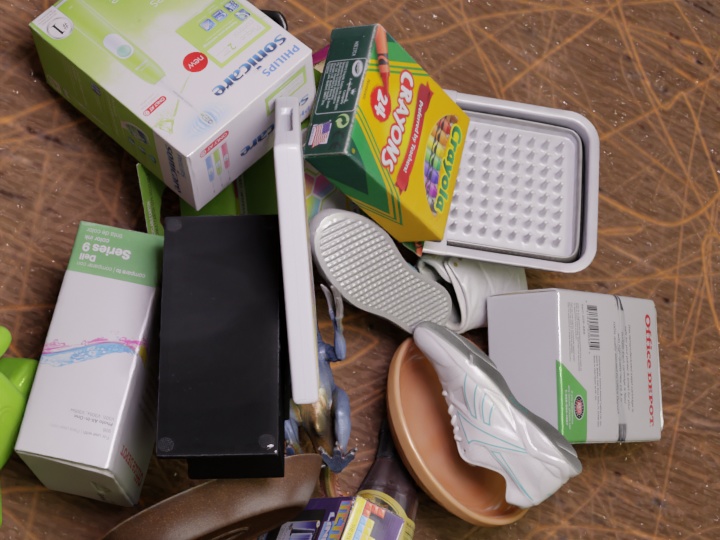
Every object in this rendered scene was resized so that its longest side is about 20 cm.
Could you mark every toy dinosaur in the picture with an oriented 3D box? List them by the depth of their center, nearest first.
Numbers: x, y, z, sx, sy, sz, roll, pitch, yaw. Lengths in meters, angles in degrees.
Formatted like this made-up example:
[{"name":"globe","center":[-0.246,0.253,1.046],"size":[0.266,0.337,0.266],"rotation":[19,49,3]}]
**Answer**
[{"name":"toy dinosaur","center":[-0.057,0.103,1.564],"size":[0.104,0.201,0.182],"rotation":[-7,43,2]}]

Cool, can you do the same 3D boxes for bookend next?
[{"name":"bookend","center":[-0.104,0.089,1.373],"size":[0.092,0.200,0.200],"rotation":[-1,63,0]}]

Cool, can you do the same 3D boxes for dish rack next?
[{"name":"dish rack","center":[0.126,-0.079,1.637],"size":[0.199,0.044,0.173],"rotation":[8,66,-7]}]

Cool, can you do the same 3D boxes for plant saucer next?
[{"name":"plant saucer","center":[-0.119,0.209,1.438],"size":[0.200,0.200,0.037],"rotation":[-14,72,-32]},{"name":"plant saucer","center":[0.092,0.152,1.632],"size":[0.200,0.037,0.201],"rotation":[30,43,-34]}]

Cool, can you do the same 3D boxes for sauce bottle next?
[{"name":"sauce bottle","center":[0.018,0.235,1.597],"size":[0.066,0.066,0.201],"rotation":[24,61,-26]}]

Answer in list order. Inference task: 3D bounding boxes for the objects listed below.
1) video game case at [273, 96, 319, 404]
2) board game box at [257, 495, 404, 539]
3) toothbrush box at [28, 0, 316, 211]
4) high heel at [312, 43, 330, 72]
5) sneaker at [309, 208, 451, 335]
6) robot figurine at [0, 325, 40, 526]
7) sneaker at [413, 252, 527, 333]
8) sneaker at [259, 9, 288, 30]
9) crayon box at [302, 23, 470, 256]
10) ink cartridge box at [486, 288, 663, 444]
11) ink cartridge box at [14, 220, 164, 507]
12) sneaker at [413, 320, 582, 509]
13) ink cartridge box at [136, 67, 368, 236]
[{"name":"video game case","center":[-0.050,-0.021,1.348],"size":[0.023,0.182,0.201],"rotation":[-4,107,-1]},{"name":"board game box","center":[-0.055,0.297,1.485],"size":[0.057,0.165,0.201],"rotation":[30,69,-23]},{"name":"toothbrush box","center":[-0.157,-0.172,1.453],"size":[0.200,0.086,0.146],"rotation":[40,69,21]},{"name":"high heel","center":[-0.056,-0.161,1.594],"size":[0.200,0.096,0.068],"rotation":[-45,105,-28]},{"name":"sneaker","center":[0.000,0.000,1.583],"size":[0.074,0.082,0.200],"rotation":[-56,135,-9]},{"name":"robot figurine","center":[-0.340,0.135,1.367],"size":[0.176,0.115,0.200],"rotation":[49,62,-29]},{"name":"sneaker","center":[0.097,-0.039,1.669],"size":[0.115,0.073,0.201],"rotation":[-15,91,-48]},{"name":"sneaker","center":[-0.154,-0.196,1.549],"size":[0.199,0.080,0.072],"rotation":[-27,96,-30]},{"name":"crayon box","center":[0.034,-0.110,1.510],"size":[0.200,0.051,0.128],"rotation":[39,58,-49]},{"name":"ink cartridge box","center":[0.212,0.098,1.686],"size":[0.200,0.084,0.147],"rotation":[8,79,-53]},{"name":"ink cartridge box","center":[-0.208,0.081,1.423],"size":[0.087,0.145,0.201],"rotation":[10,72,5]},{"name":"sneaker","center":[0.108,0.132,1.568],"size":[0.200,0.080,0.070],"rotation":[49,15,13]},{"name":"ink cartridge box","center":[-0.091,-0.068,1.530],"size":[0.200,0.076,0.148],"rotation":[-34,140,-29]}]
